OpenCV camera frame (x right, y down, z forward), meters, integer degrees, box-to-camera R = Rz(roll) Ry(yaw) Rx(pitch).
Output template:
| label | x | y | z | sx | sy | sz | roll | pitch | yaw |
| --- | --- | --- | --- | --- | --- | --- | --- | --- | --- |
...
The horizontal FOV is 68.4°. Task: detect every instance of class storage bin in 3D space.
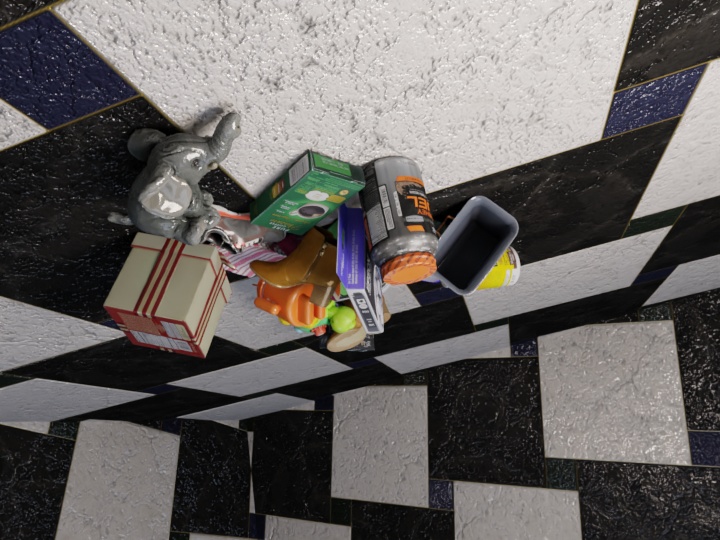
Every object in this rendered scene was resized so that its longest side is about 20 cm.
| label | x | y | z | sx | sy | sz | roll | pitch | yaw |
| --- | --- | --- | --- | --- | --- | --- | --- | --- | --- |
| storage bin | 0.232 | -0.048 | 1.174 | 0.201 | 0.145 | 0.134 | -52 | 169 | -5 |

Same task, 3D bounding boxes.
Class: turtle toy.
| label | x | y | z | sx | sy | sz | roll | pitch | yaw |
| --- | --- | --- | --- | --- | --- | --- | --- | --- | --- |
| turtle toy | -0.102 | 0.106 | 1.336 | 0.197 | 0.146 | 0.102 | 5 | 136 | 36 |

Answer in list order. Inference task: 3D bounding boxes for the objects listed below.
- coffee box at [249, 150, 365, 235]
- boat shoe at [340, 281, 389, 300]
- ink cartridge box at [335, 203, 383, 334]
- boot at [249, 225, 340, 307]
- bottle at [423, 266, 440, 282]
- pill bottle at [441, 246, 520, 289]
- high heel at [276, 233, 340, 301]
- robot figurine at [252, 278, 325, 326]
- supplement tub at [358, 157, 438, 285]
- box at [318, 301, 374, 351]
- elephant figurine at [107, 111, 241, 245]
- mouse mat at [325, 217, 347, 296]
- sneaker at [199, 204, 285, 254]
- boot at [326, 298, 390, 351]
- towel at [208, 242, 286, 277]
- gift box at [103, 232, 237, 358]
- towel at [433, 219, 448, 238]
| label | x | y | z | sx | sy | sz | roll | pitch | yaw |
| --- | --- | --- | --- | --- | --- | --- | --- | --- | --- |
| coffee box | -0.100 | -0.133 | 0.950 | 0.122 | 0.045 | 0.199 | 9 | 151 | -40 |
| boat shoe | -0.015 | 0.041 | 1.414 | 0.197 | 0.070 | 0.057 | -15 | 159 | 15 |
| ink cartridge box | 0.002 | -0.015 | 1.012 | 0.043 | 0.201 | 0.201 | -10 | 141 | 12 |
| boot | -0.122 | -0.028 | 1.074 | 0.199 | 0.146 | 0.071 | 25 | -161 | 13 |
| bottle | 0.123 | -0.023 | 1.241 | 0.198 | 0.085 | 0.065 | 11 | 158 | -39 |
| pill bottle | 0.312 | -0.004 | 1.403 | 0.196 | 0.111 | 0.109 | -6 | 159 | -14 |
| high heel | -0.108 | -0.007 | 1.167 | 0.095 | 0.068 | 0.202 | -2 | 130 | 22 |
| robot figurine | -0.164 | 0.058 | 1.246 | 0.198 | 0.145 | 0.117 | 23 | 160 | 38 |
| supplement tub | 0.067 | -0.086 | 0.936 | 0.120 | 0.203 | 0.123 | -10 | 160 | -4 |
| box | -0.040 | 0.148 | 1.538 | 0.043 | 0.163 | 0.199 | -16 | 161 | 37 |
| elephant figurine | -0.269 | -0.143 | 0.761 | 0.140 | 0.156 | 0.201 | 32 | 145 | 7 |
| mouse mat | -0.038 | -0.025 | 1.179 | 0.160 | 0.008 | 0.199 | 36 | 134 | -19 |
| sneaker | -0.230 | -0.063 | 1.009 | 0.198 | 0.083 | 0.077 | 7 | 153 | -39 |
| boot | -0.024 | 0.122 | 1.455 | 0.199 | 0.145 | 0.071 | -31 | 135 | -3 |
| towel | -0.255 | -0.028 | 1.163 | 0.145 | 0.030 | 0.199 | -22 | 157 | 27 |
| gift box | -0.345 | 0.046 | 1.030 | 0.196 | 0.189 | 0.185 | 11 | 148 | 0 |
| towel | 0.161 | -0.074 | 1.274 | 0.146 | 0.022 | 0.198 | -29 | 151 | 36 |
